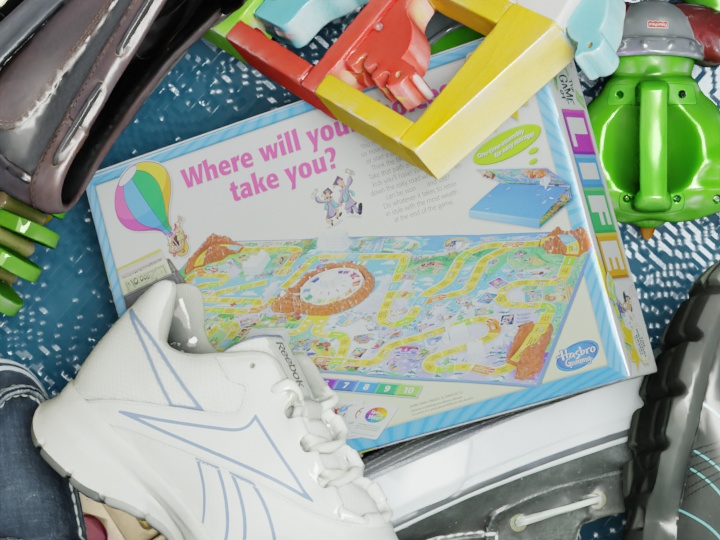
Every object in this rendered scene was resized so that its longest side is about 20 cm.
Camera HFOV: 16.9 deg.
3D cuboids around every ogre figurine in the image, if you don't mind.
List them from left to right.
[{"bbox_3d":[0.109,-0.076,0.938,0.198,0.098,0.121,4,79,-13],"label":"ogre figurine"}]

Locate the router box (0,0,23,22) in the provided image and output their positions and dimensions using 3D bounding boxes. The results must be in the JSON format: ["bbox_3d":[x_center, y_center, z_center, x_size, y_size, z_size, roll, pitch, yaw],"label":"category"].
[{"bbox_3d":[-0.187,-0.193,0.949,0.200,0.052,0.157,41,90,-1],"label":"router box"}]

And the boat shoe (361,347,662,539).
[{"bbox_3d":[0.067,0.087,0.939,0.199,0.072,0.071,-18,93,-12],"label":"boat shoe"}]

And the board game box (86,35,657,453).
[{"bbox_3d":[0.000,0.000,0.918,0.199,0.034,0.135,-17,85,25],"label":"board game box"}]

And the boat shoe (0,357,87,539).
[{"bbox_3d":[-0.115,0.130,0.913,0.071,0.091,0.202,2,82,-43],"label":"boat shoe"}]

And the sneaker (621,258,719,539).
[{"bbox_3d":[0.133,0.095,0.886,0.079,0.075,0.201,13,82,-3],"label":"sneaker"}]

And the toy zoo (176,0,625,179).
[{"bbox_3d":[0.024,-0.112,0.896,0.131,0.200,0.020,-50,134,-6],"label":"toy zoo"}]

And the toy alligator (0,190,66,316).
[{"bbox_3d":[-0.130,-0.038,0.940,0.054,0.059,0.201,30,90,28],"label":"toy alligator"}]

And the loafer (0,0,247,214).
[{"bbox_3d":[-0.067,-0.102,0.897,0.063,0.072,0.200,40,82,25],"label":"loafer"}]

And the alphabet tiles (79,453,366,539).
[{"bbox_3d":[-0.042,0.159,0.980,0.166,0.006,0.201,-34,92,-1],"label":"alphabet tiles"}]

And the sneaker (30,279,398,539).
[{"bbox_3d":[-0.035,0.074,0.872,0.200,0.074,0.087,34,98,28],"label":"sneaker"}]
